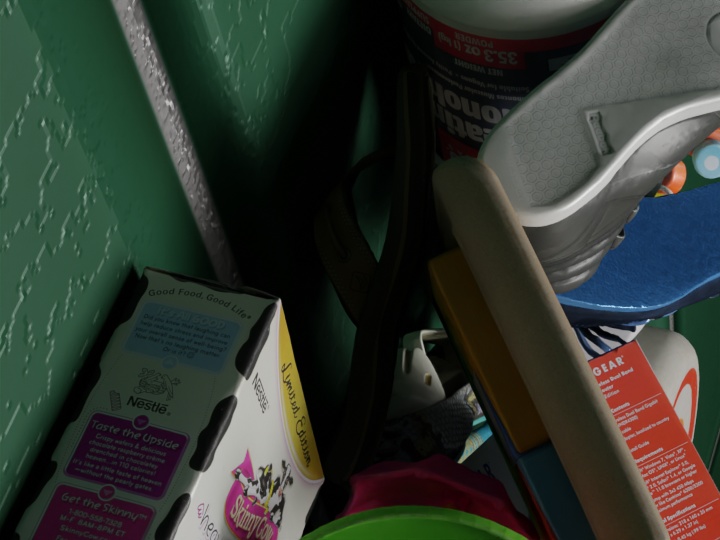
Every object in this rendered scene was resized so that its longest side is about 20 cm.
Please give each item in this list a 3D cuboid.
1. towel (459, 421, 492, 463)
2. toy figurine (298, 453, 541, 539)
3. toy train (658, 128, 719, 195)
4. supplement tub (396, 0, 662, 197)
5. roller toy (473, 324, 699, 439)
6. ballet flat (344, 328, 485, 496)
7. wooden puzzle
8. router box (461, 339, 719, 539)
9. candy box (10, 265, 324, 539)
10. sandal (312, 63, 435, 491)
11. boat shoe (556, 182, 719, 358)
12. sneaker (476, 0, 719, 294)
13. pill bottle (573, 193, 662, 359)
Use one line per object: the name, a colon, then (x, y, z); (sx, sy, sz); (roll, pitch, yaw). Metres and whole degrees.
towel: (0.038, 0.168, 1.176); (0.200, 0.022, 0.148); (-9, 117, -70)
toy figurine: (0.015, 0.157, 0.810); (0.201, 0.150, 0.184); (-54, -177, 14)
toy train: (0.182, -0.087, 1.157); (0.056, 0.149, 0.200); (-62, -178, 20)
supplement tub: (0.091, -0.118, 0.983); (0.201, 0.139, 0.141); (75, 32, -54)
roller toy: (0.159, 0.124, 1.348); (0.200, 0.138, 0.184); (-22, 122, -68)
ballet flat: (0.031, 0.071, 1.069); (0.200, 0.071, 0.073); (-31, 130, -67)
wooden puzzle: (0.068, 0.057, 0.849); (0.200, 0.037, 0.186); (95, -29, -79)
router box: (0.124, 0.153, 0.980); (0.049, 0.181, 0.200); (-22, 165, -23)
candy box: (-0.080, 0.120, 0.737); (0.137, 0.060, 0.201); (79, 28, -54)
sandal: (0.000, 0.000, 0.919); (0.082, 0.054, 0.202); (-32, 134, -86)
boat shoe: (0.134, 0.007, 0.983); (0.199, 0.085, 0.069); (-3, 148, -40)
sneaker: (0.124, -0.065, 0.896); (0.199, 0.071, 0.099); (-37, 161, -22)
pill bottle: (0.123, -0.013, 1.149); (0.200, 0.113, 0.115); (-56, 154, -70)
